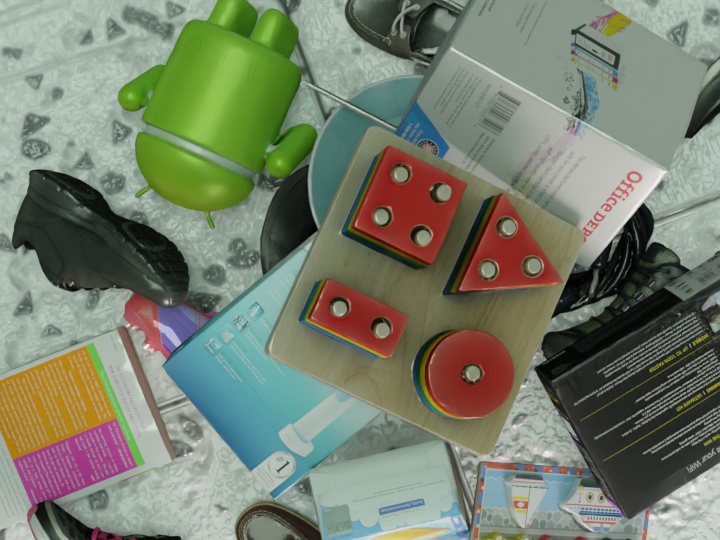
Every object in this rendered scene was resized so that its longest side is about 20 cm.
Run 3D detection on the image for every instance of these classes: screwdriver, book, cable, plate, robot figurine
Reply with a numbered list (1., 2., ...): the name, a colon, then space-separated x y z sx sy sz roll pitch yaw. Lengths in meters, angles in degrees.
1. screwdriver: 0.037 -0.113 1.421 0.200 0.028 0.029 24 47 -6
2. book: -0.284 0.148 1.514 0.200 0.048 0.134 -21 90 4
3. cable: 0.168 -0.062 1.485 0.163 0.051 0.200 -23 86 3
4. plate: 0.052 -0.071 1.444 0.200 0.026 0.200 2 77 -8
5. robot figurine: -0.126 -0.142 1.475 0.175 0.116 0.200 23 90 11

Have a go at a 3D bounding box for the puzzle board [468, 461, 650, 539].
1. puzzle board: 0.173 0.245 1.433 0.200 0.017 0.151 9 89 -35

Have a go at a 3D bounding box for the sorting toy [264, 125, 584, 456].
1. sorting toy: 0.059 0.015 1.294 0.199 0.070 0.200 26 80 -10

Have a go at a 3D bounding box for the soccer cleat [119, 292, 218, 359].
1. soccer cleat: -0.130 0.084 1.497 0.076 0.067 0.200 -44 83 -3

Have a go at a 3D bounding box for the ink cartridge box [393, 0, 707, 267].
1. ink cartridge box: 0.154 -0.133 1.372 0.200 0.147 0.145 30 51 -3

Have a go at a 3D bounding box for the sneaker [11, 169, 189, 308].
1. sneaker: -0.234 -0.012 1.492 0.200 0.076 0.091 34 103 30

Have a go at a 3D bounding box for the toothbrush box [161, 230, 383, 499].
1. toothbrush box: -0.039 0.064 1.371 0.200 0.085 0.146 -40 95 5

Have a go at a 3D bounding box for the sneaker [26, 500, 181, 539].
1. sneaker: -0.204 0.259 1.491 0.200 0.074 0.087 39 90 -2

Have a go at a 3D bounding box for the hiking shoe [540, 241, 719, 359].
1. hiking shoe: 0.250 0.028 1.466 0.200 0.076 0.101 -13 92 -6

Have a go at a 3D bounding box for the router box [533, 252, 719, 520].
1. router box: 0.269 0.096 1.411 0.200 0.051 0.149 -31 107 -3

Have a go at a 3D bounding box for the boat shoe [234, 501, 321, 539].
1. boat shoe: -0.037 0.288 1.478 0.072 0.072 0.200 -40 86 2

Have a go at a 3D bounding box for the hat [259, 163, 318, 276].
1. hat: 0.000 0.000 1.475 0.200 0.081 0.201 2 78 -7

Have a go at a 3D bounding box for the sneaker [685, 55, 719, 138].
1. sneaker: 0.369 -0.163 1.461 0.200 0.075 0.106 -41 84 1

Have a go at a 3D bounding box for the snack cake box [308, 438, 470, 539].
1. snack cake box: 0.030 0.203 1.409 0.115 0.200 0.067 -14 72 3

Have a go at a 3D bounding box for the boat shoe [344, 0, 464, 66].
1. boat shoe: 0.079 -0.211 1.492 0.200 0.057 0.067 22 90 4
